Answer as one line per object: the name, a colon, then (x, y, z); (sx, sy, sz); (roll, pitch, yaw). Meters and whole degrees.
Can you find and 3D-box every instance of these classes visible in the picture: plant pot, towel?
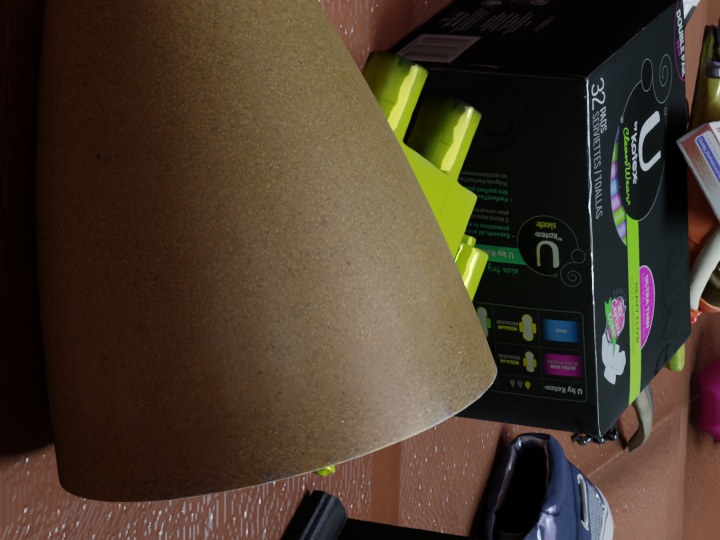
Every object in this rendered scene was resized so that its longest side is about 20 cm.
plant pot: (-0.059, -0.031, 1.169); (0.186, 0.186, 0.201); (-34, 112, -59)
towel: (0.206, -0.052, 1.766); (0.144, 0.023, 0.201); (-68, 167, -71)

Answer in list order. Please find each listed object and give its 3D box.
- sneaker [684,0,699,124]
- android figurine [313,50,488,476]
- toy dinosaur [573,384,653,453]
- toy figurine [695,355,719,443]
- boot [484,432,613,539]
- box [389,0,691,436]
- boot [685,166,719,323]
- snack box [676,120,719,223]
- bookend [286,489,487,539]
sneaker: (0.156, -0.138, 1.732); (0.080, 0.074, 0.201); (29, 65, -49)
android figurine: (0.000, 0.000, 1.401); (0.182, 0.041, 0.201); (35, 73, -57)
toy dinosaur: (0.166, 0.061, 1.821); (0.088, 0.047, 0.200); (-64, 153, -50)
toy figurine: (0.305, 0.065, 2.075); (0.184, 0.150, 0.200); (-52, 168, -27)
boot: (0.094, 0.198, 1.679); (0.090, 0.073, 0.200); (51, 42, -49)
box: (0.095, -0.035, 1.540); (0.149, 0.124, 0.201); (-41, 131, -56)
boot: (0.163, 0.009, 1.675); (0.075, 0.107, 0.200); (-45, 163, -30)
snack box: (0.219, -0.050, 1.614); (0.072, 0.024, 0.200); (61, 16, 4)
bookend: (0.068, 0.225, 1.455); (0.092, 0.199, 0.199); (-61, 148, -41)
